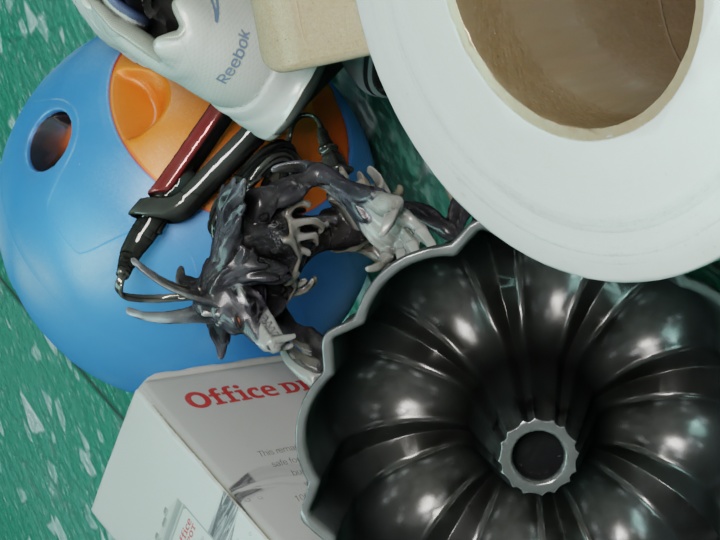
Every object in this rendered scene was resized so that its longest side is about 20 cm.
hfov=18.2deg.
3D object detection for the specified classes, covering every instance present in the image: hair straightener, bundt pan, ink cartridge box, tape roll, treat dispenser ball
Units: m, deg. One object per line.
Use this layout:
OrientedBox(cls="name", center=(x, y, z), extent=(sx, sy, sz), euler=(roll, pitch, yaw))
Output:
OrientedBox(cls="hair straightener", center=(-0.043, -0.061, 1.053), extent=(0.077, 0.200, 0.041), euler=(36, 174, 18))
OrientedBox(cls="bundt pan", center=(0.073, 0.068, 0.947), extent=(0.076, 0.201, 0.203), euler=(-86, -17, -77))
OrientedBox(cls="ink cartridge box", center=(-0.008, 0.134, 1.052), extent=(0.200, 0.146, 0.083), euler=(45, 125, 34))
OrientedBox(cls="tape roll", center=(0.110, -0.110, 0.725), extent=(0.202, 0.139, 0.204), euler=(22, 122, 42))
OrientedBox(cls="treat dispenser ball", center=(-0.090, -0.032, 1.178), extent=(0.201, 0.200, 0.202), euler=(45, 145, 43))

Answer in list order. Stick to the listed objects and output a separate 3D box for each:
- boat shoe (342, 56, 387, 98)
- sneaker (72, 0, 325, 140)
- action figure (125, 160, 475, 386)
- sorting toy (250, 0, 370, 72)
OrientedBox(cls="boat shoe", center=(0.057, -0.124, 0.965), extent=(0.068, 0.073, 0.199), euler=(56, 137, 15))
OrientedBox(cls="sneaker", center=(-0.092, -0.129, 1.038), extent=(0.200, 0.087, 0.075), euler=(32, 95, 51))
OrientedBox(cls="action figure", center=(0.000, 0.000, 1.016), extent=(0.102, 0.199, 0.119), euler=(51, 149, 37))
OrientedBox(cls="sorting toy", center=(0.034, -0.186, 0.883), extent=(0.199, 0.036, 0.186), euler=(-10, 93, 25))
